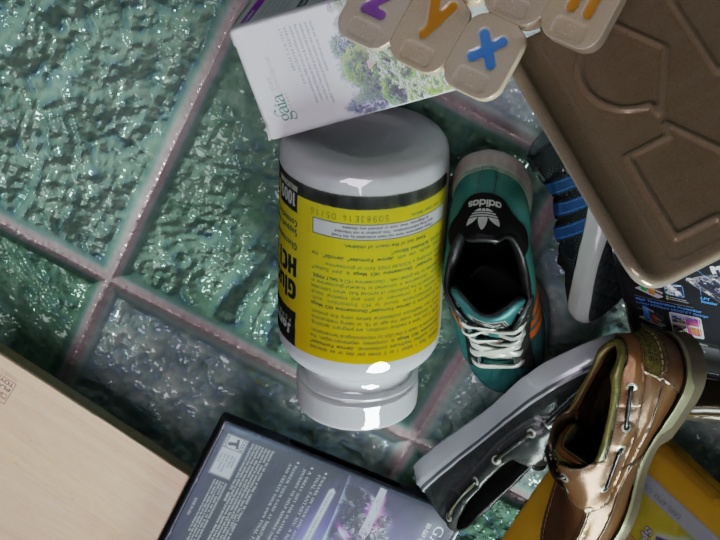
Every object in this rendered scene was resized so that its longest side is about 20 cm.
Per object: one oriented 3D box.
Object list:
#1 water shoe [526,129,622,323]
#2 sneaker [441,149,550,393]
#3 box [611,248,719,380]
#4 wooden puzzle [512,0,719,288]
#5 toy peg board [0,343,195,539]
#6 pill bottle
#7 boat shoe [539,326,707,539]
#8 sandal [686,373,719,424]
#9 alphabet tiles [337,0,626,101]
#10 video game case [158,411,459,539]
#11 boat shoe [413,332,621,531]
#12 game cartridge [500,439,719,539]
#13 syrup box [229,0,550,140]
[{"bbox_3d":[0.150,-0.061,1.281,0.079,0.071,0.201,32,134,33],"label":"water shoe"},{"bbox_3d":[0.086,0.021,1.303,0.071,0.080,0.201,1,133,13],"label":"sneaker"},{"bbox_3d":[0.257,0.006,1.220,0.198,0.050,0.199,11,147,25],"label":"box"},{"bbox_3d":[0.207,-0.095,1.145,0.199,0.186,0.046,-24,151,-5],"label":"wooden puzzle"},{"bbox_3d":[-0.237,0.174,1.479,0.199,0.098,0.200,34,104,-8],"label":"toy peg board"},{"bbox_3d":[0.000,0.000,1.309,0.111,0.113,0.202,7,118,9],"label":"pill bottle"},{"bbox_3d":[0.152,0.118,1.290,0.067,0.072,0.201,5,122,-28],"label":"boat shoe"},{"bbox_3d":[0.284,0.091,1.318,0.198,0.082,0.055,2,137,12],"label":"sandal"},{"bbox_3d":[0.078,-0.204,1.164,0.199,0.015,0.197,27,88,27],"label":"alphabet tiles"},{"bbox_3d":[-0.041,0.201,1.436,0.199,0.019,0.144,23,107,-17],"label":"video game case"},{"bbox_3d":[0.119,0.113,1.362,0.200,0.068,0.057,-40,68,34],"label":"boat shoe"},{"bbox_3d":[0.188,0.211,1.334,0.200,0.032,0.177,44,109,37],"label":"game cartridge"},{"bbox_3d":[0.025,-0.154,1.240,0.198,0.082,0.079,-13,112,19],"label":"syrup box"}]
